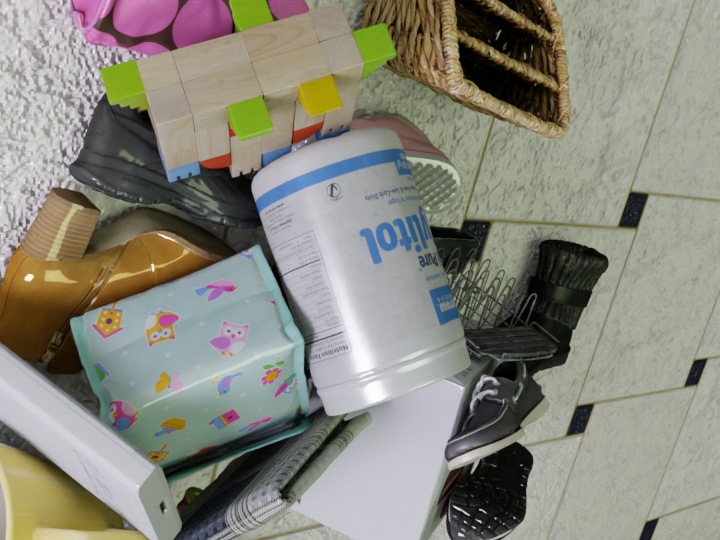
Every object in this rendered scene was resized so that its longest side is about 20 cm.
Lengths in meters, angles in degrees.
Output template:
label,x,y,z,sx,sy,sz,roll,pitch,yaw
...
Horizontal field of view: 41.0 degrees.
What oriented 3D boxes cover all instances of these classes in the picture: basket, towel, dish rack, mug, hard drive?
label,x,y,z,sx,sy,sz,roll,pitch,yaw
basket,0.120,-0.226,0.903,0.198,0.148,0.145,13,103,-45
towel,-0.088,0.186,0.833,0.191,0.035,0.200,-35,-176,28
dish rack,0.113,0.024,0.999,0.152,0.200,0.055,-1,121,-43
mug,-0.263,0.226,0.773,0.151,0.186,0.153,-59,146,3
hard drive,-0.220,0.118,0.704,0.026,0.198,0.133,-48,161,-27

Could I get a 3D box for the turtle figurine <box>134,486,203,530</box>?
label,x,y,z,sx,sy,sz,roll,pitch,yaw
turtle figurine,-0.198,0.280,0.934,0.198,0.065,0.162,13,122,-35

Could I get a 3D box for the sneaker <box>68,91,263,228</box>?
label,x,y,z,sx,sy,sz,roll,pitch,yaw
sneaker,-0.138,-0.090,0.792,0.199,0.075,0.092,15,92,-51

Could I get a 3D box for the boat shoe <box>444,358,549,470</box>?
label,x,y,z,sx,sy,sz,roll,pitch,yaw
boat shoe,0.117,0.128,0.885,0.072,0.064,0.199,-28,175,27

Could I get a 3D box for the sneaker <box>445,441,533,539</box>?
label,x,y,z,sx,sy,sz,roll,pitch,yaw
sneaker,0.131,0.255,1.008,0.200,0.075,0.089,-30,144,-64

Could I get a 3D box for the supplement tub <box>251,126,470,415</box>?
label,x,y,z,sx,sy,sz,roll,pitch,yaw
supplement tub,0.000,0.000,0.776,0.131,0.131,0.203,-18,87,-35

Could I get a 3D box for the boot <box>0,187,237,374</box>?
label,x,y,z,sx,sy,sz,roll,pitch,yaw
boot,-0.202,0.021,0.800,0.199,0.071,0.146,16,107,-43

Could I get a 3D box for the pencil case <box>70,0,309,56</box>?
label,x,y,z,sx,sy,sz,roll,pitch,yaw
pencil case,-0.127,-0.194,0.734,0.198,0.091,0.095,10,113,-43

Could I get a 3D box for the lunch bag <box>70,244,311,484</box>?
label,x,y,z,sx,sy,sz,roll,pitch,yaw
lunch bag,-0.131,0.100,0.799,0.168,0.123,0.201,-21,148,-14

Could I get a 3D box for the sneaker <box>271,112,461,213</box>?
label,x,y,z,sx,sy,sz,roll,pitch,yaw
sneaker,-0.007,-0.113,0.912,0.197,0.105,0.076,13,115,-16

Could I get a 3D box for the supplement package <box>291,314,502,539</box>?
label,x,y,z,sx,sy,sz,roll,pitch,yaw
supplement package,0.044,0.150,0.987,0.200,0.145,0.194,-25,132,-66

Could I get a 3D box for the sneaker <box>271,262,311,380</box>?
label,x,y,z,sx,sy,sz,roll,pitch,yaw
sneaker,-0.057,0.055,0.937,0.073,0.081,0.203,15,100,-44

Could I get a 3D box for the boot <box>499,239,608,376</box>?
label,x,y,z,sx,sy,sz,roll,pitch,yaw
boot,0.218,0.045,1.192,0.210,0.079,0.160,-12,127,-51

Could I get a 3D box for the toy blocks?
label,x,y,z,sx,sy,sz,roll,pitch,yaw
toy blocks,-0.081,-0.121,0.717,0.197,0.101,0.137,-19,166,-12
